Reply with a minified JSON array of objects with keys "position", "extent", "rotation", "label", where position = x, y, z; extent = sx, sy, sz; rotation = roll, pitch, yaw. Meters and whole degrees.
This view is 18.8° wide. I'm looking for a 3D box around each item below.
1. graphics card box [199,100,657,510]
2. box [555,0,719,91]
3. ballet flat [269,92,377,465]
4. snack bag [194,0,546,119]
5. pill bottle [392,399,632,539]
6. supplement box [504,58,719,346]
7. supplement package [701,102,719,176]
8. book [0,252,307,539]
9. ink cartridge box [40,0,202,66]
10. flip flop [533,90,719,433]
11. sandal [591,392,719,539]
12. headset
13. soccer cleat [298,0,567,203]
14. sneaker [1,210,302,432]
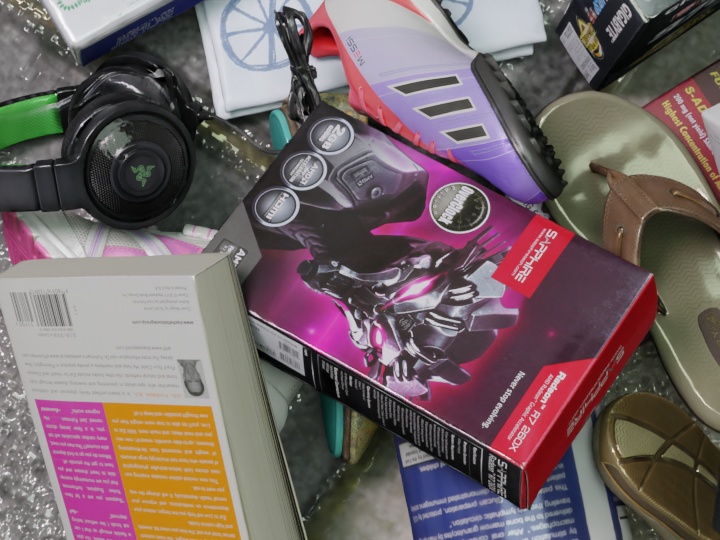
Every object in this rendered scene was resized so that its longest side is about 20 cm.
[{"position":[0.029,0.013,1.065],"extent":[0.200,0.051,0.126],"rotation":[29,66,19],"label":"graphics card box"},{"position":[0.203,-0.181,1.142],"extent":[0.200,0.159,0.046],"rotation":[-34,85,-7],"label":"box"},{"position":[0.000,0.000,1.156],"extent":[0.070,0.071,0.201],"rotation":[-10,81,-4],"label":"ballet flat"},{"position":[-0.011,-0.196,1.207],"extent":[0.188,0.021,0.201],"rotation":[-14,79,-5],"label":"snack bag"},{"position":[0.084,0.148,1.111],"extent":[0.111,0.111,0.201],"rotation":[-10,81,-4],"label":"pill bottle"},{"position":[0.186,-0.044,1.171],"extent":[0.200,0.061,0.109],"rotation":[-32,84,-7],"label":"supplement box"},{"position":[0.266,-0.001,1.095],"extent":[0.113,0.110,0.201],"rotation":[-25,117,-9],"label":"supplement package"},{"position":[-0.103,0.092,1.079],"extent":[0.133,0.048,0.201],"rotation":[-1,110,34],"label":"book"},{"position":[-0.117,-0.242,1.180],"extent":[0.196,0.043,0.200],"rotation":[-29,79,-9],"label":"ink cartridge box"},{"position":[0.157,-0.008,1.102],"extent":[0.081,0.058,0.200],"rotation":[-28,78,-6],"label":"flip flop"},{"position":[0.177,0.136,1.121],"extent":[0.200,0.054,0.081],"rotation":[42,47,-26],"label":"sandal"},{"position":[-0.120,-0.082,1.126],"extent":[0.199,0.124,0.094],"rotation":[-6,114,0],"label":"headset"},{"position":[0.036,-0.087,1.110],"extent":[0.073,0.068,0.200],"rotation":[-37,48,2],"label":"soccer cleat"},{"position":[-0.102,0.016,1.143],"extent":[0.200,0.081,0.088],"rotation":[36,59,15],"label":"sneaker"}]
